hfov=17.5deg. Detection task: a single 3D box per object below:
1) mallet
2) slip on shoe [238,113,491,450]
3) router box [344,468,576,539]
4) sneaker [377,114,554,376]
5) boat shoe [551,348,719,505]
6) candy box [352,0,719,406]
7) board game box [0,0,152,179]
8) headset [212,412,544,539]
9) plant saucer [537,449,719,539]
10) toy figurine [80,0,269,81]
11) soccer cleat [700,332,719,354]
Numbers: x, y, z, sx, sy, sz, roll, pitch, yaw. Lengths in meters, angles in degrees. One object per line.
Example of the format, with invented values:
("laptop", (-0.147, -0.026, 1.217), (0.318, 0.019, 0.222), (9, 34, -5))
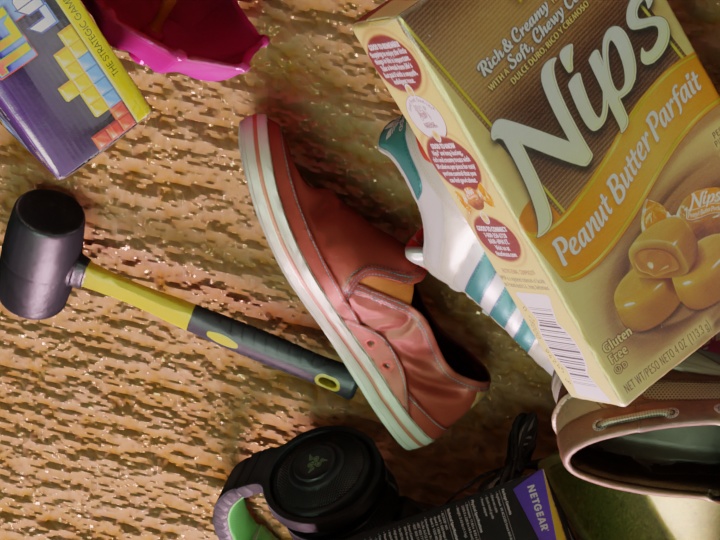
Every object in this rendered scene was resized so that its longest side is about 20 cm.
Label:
("mallet", (-0.097, 0.028, 1.212), (0.200, 0.041, 0.066), (28, 131, -2))
("slip on shoe", (0.000, 0.000, 1.154), (0.061, 0.074, 0.200), (-30, 114, 8))
("router box", (0.049, 0.193, 1.212), (0.157, 0.052, 0.200), (-21, 144, 5))
("sneaker", (0.077, -0.005, 1.128), (0.093, 0.070, 0.200), (-6, 125, 38))
("boat shoe", (0.184, 0.081, 1.062), (0.199, 0.072, 0.076), (4, 133, 11))
("candy box", (0.098, -0.055, 1.020), (0.200, 0.115, 0.055), (59, 161, -15))
("board game box", (-0.186, -0.149, 1.033), (0.057, 0.165, 0.200), (-36, 115, -7))
("headset", (0.011, 0.127, 1.254), (0.200, 0.094, 0.124), (-17, 127, 45))
("plant saucer", (0.223, 0.130, 1.190), (0.200, 0.048, 0.200), (-19, 119, 29))
("toy figurine", (-0.063, -0.169, 1.024), (0.199, 0.150, 0.184), (-14, 139, -3))
("soccer cleat", (0.219, -0.007, 1.085), (0.200, 0.070, 0.086), (-27, 93, 34))
